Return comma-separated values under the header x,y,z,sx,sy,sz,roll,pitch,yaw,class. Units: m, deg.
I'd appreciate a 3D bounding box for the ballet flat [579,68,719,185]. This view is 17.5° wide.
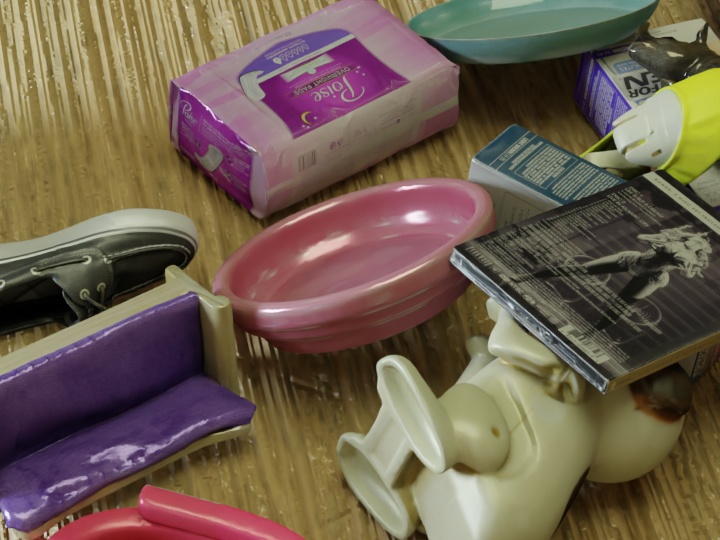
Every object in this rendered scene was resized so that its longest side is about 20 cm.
x,y,z,sx,sy,sz,roll,pitch,yaw,class
0.196,-0.082,1.652,0.067,0.200,0.067,4,65,-28,ballet flat

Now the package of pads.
x,y,z,sx,sy,sz,roll,pitch,yaw,class
-0.033,-0.125,1.749,0.200,0.076,0.120,-28,52,-31,package of pads

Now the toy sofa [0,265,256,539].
x,y,z,sx,sy,sz,roll,pitch,yaw,class
-0.168,0.083,1.503,0.200,0.083,0.098,-25,39,-28,toy sofa

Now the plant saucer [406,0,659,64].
x,y,z,sx,sy,sz,roll,pitch,yaw,class
0.136,-0.193,1.820,0.199,0.028,0.200,-8,18,3,plant saucer

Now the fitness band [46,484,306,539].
x,y,z,sx,sy,sz,roll,pitch,yaw,class
-0.108,0.207,1.431,0.199,0.038,0.144,15,47,10,fitness band

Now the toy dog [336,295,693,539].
x,y,z,sx,sy,sz,roll,pitch,yaw,class
0.118,0.103,1.491,0.200,0.140,0.194,-24,58,-29,toy dog

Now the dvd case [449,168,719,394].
x,y,z,sx,sy,sz,roll,pitch,yaw,class
0.178,0.003,1.524,0.200,0.016,0.149,-21,48,-36,dvd case

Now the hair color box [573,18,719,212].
x,y,z,sx,sy,sz,roll,pitch,yaw,class
0.255,-0.101,1.768,0.109,0.065,0.200,-13,49,-20,hair color box

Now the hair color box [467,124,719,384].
x,y,z,sx,sy,sz,roll,pitch,yaw,class
0.167,-0.011,1.637,0.200,0.100,0.060,30,45,22,hair color box

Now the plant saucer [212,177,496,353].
x,y,z,sx,sy,sz,roll,pitch,yaw,class
0.000,0.000,1.593,0.200,0.051,0.201,-17,21,7,plant saucer

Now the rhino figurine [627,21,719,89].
x,y,z,sx,sy,sz,roll,pitch,yaw,class
0.259,-0.121,1.701,0.087,0.060,0.200,-14,46,-24,rhino figurine

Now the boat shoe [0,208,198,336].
x,y,z,sx,sy,sz,roll,pitch,yaw,class
-0.204,0.011,1.597,0.199,0.070,0.066,-9,54,-15,boat shoe
